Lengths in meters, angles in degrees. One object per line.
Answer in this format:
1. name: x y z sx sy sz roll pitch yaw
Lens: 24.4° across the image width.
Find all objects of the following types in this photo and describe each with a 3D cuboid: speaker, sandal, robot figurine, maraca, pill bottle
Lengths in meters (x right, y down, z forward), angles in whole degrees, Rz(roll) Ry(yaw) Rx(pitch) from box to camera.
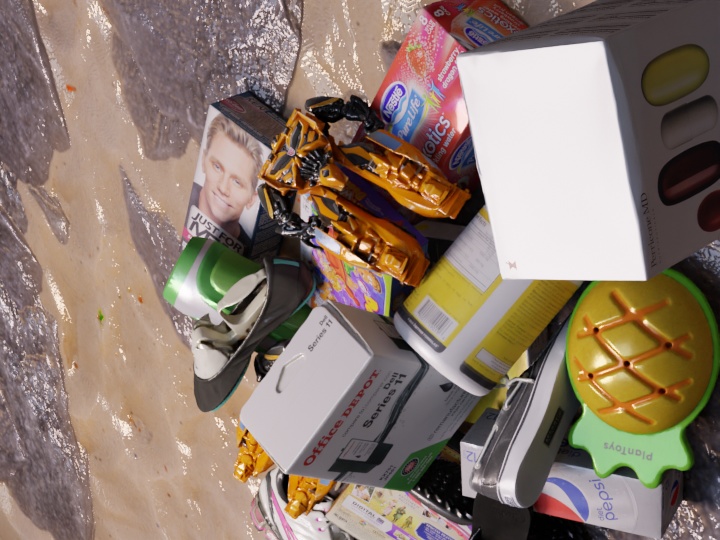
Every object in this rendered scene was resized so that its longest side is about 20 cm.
1. speaker: -0.102 0.040 1.743 0.200 0.088 0.089 27 131 -1
2. sandal: 0.129 0.276 1.590 0.075 0.045 0.200 10 140 13
3. robot figurine: -0.007 -0.076 1.494 0.200 0.058 0.145 31 95 26
4. maraca: 0.244 0.091 1.454 0.137 0.107 0.200 11 104 26
5. robot figurine: -0.063 0.163 1.712 0.145 0.058 0.200 32 136 11
6. pill bottle: 0.130 0.005 1.480 0.112 0.112 0.200 43 97 22

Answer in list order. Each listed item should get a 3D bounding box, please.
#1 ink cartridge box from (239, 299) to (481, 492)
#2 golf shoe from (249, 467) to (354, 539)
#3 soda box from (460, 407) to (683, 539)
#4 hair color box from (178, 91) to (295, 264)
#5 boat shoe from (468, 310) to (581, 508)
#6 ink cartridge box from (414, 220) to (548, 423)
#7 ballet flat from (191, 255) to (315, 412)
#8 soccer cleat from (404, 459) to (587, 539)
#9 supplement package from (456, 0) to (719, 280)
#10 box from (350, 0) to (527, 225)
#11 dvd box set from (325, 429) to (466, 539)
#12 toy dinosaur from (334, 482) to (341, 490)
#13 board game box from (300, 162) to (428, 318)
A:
1. ink cartridge box: 0.006 0.120 1.544 0.083 0.200 0.147 46 108 35
2. golf shoe: -0.046 0.304 1.875 0.200 0.073 0.092 45 133 20
3. soda box: 0.196 0.188 1.549 0.200 0.068 0.064 9 120 25
4. hair color box: -0.128 -0.079 1.784 0.100 0.060 0.200 37 130 26
5. boat shoe: 0.159 0.119 1.516 0.068 0.074 0.200 13 74 37
6. ink cartridge box: 0.095 0.053 1.639 0.200 0.047 0.198 8 116 39
7. ballet flat: -0.126 0.057 1.665 0.200 0.068 0.068 -52 36 21
8. soccer cleat: 0.124 0.253 1.648 0.200 0.068 0.073 24 132 1
9. supplement package: 0.210 -0.111 1.334 0.147 0.200 0.192 1 110 44
10. box: 0.077 -0.147 1.523 0.100 0.095 0.200 48 135 18
11. dvd box set: 0.065 0.235 1.728 0.146 0.029 0.200 32 133 0
12. toy dinosaur: -0.038 0.155 1.819 0.200 0.058 0.101 61 162 -17
13. board game box: 0.000 0.000 1.613 0.134 0.045 0.200 44 154 26
